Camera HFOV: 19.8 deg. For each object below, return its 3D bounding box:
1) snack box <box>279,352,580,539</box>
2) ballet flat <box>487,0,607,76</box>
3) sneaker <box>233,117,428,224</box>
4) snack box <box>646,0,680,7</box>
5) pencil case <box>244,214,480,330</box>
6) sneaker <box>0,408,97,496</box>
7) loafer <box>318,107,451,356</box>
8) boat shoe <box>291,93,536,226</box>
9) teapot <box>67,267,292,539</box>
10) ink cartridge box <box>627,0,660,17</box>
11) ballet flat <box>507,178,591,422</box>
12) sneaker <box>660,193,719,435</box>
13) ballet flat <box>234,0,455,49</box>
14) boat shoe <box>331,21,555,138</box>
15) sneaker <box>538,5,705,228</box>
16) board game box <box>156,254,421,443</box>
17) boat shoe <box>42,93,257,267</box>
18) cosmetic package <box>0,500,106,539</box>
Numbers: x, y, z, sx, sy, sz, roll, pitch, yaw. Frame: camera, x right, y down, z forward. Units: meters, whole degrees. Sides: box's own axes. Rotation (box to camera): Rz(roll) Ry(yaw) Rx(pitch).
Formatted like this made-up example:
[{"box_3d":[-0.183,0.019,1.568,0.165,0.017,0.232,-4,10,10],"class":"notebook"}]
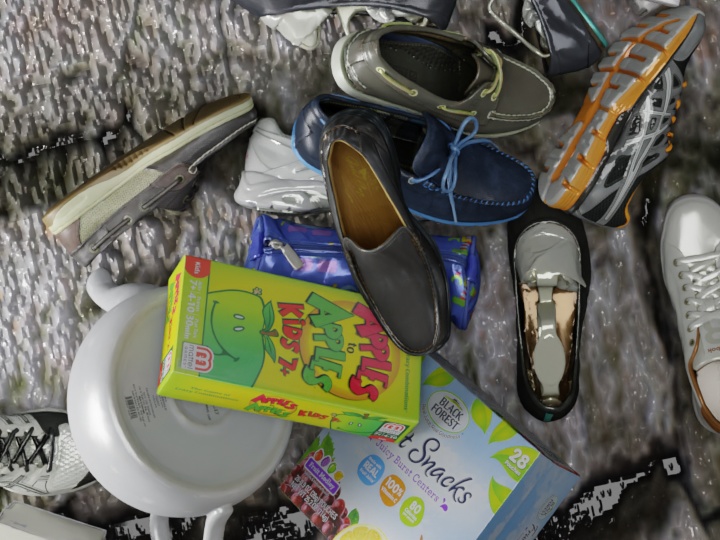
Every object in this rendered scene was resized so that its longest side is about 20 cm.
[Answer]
[{"box_3d":[0.052,0.168,1.638,0.169,0.068,0.200,-53,46,4],"class":"snack box"},{"box_3d":[0.124,-0.244,1.673,0.073,0.073,0.200,-32,93,3],"class":"ballet flat"},{"box_3d":[-0.001,-0.089,1.682,0.199,0.078,0.100,5,88,0],"class":"sneaker"},{"box_3d":[0.236,-0.311,1.601,0.072,0.024,0.201,13,93,1],"class":"snack box"},{"box_3d":[0.000,0.000,1.675,0.199,0.087,0.078,6,73,-3],"class":"pencil case"},{"box_3d":[-0.302,0.151,1.697,0.199,0.088,0.076,3,91,1],"class":"sneaker"},{"box_3d":[0.013,-0.022,1.570,0.073,0.072,0.201,-21,100,16],"class":"loafer"},{"box_3d":[0.045,-0.086,1.619,0.199,0.069,0.084,10,58,-9],"class":"boat shoe"},{"box_3d":[-0.158,0.116,1.665,0.197,0.146,0.201,36,58,-18],"class":"teapot"},{"box_3d":[0.272,-0.317,1.655,0.200,0.084,0.145,-32,91,3],"class":"ink cartridge box"},{"box_3d":[0.157,0.025,1.683,0.068,0.068,0.201,-4,92,3],"class":"ballet flat"},{"box_3d":[0.291,0.036,1.671,0.072,0.085,0.201,-12,91,4],"class":"sneaker"},{"box_3d":[-0.020,-0.214,1.672,0.199,0.073,0.073,-1,93,0],"class":"ballet flat"},{"box_3d":[0.077,-0.152,1.642,0.201,0.060,0.072,10,77,-29],"class":"boat shoe"},{"box_3d":[0.224,-0.125,1.678,0.077,0.078,0.200,32,92,-22],"class":"sneaker"},{"box_3d":[-0.052,0.062,1.603,0.199,0.048,0.102,13,60,-17],"class":"board game box"},{"box_3d":[-0.164,-0.075,1.695,0.200,0.073,0.065,-31,102,7],"class":"boat shoe"},{"box_3d":[-0.282,0.303,1.696,0.087,0.103,0.201,17,95,0],"class":"cosmetic package"}]
